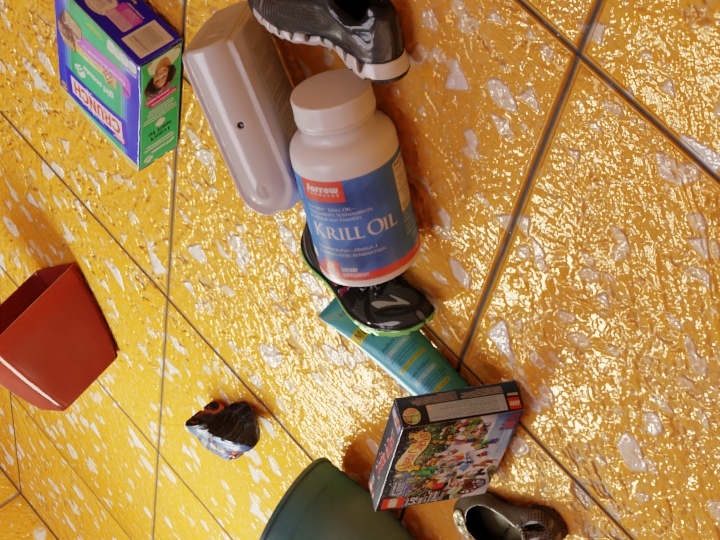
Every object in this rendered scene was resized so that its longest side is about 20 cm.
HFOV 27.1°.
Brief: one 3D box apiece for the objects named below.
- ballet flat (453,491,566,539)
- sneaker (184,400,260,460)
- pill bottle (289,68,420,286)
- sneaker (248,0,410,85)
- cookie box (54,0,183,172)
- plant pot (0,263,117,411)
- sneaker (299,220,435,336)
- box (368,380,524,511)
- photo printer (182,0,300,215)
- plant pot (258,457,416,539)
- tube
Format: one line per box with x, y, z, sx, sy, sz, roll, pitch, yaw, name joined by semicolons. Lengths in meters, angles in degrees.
0.160;0.295;1.715;0.199;0.046;0.068;-3;117;59;ballet flat
-0.190;0.244;2.217;0.079;0.075;0.200;54;162;-16;sneaker
-0.010;-0.094;1.501;0.112;0.112;0.202;24;140;45;pill bottle
-0.032;-0.255;1.422;0.199;0.066;0.091;32;141;32;sneaker
-0.299;-0.251;1.840;0.171;0.075;0.201;44;151;20;cookie box
-0.528;0.127;2.509;0.177;0.200;0.199;52;155;-18;plant pot
0.000;0.000;1.628;0.199;0.077;0.084;38;152;29;sneaker
0.090;0.194;1.625;0.201;0.135;0.038;103;155;-55;box
-0.109;-0.164;1.553;0.167;0.069;0.202;-78;-32;-64;photo printer
-0.018;0.378;1.958;0.186;0.200;0.201;27;144;18;plant pot
0.046;0.089;1.667;0.200;0.077;0.050;44;175;18;tube
